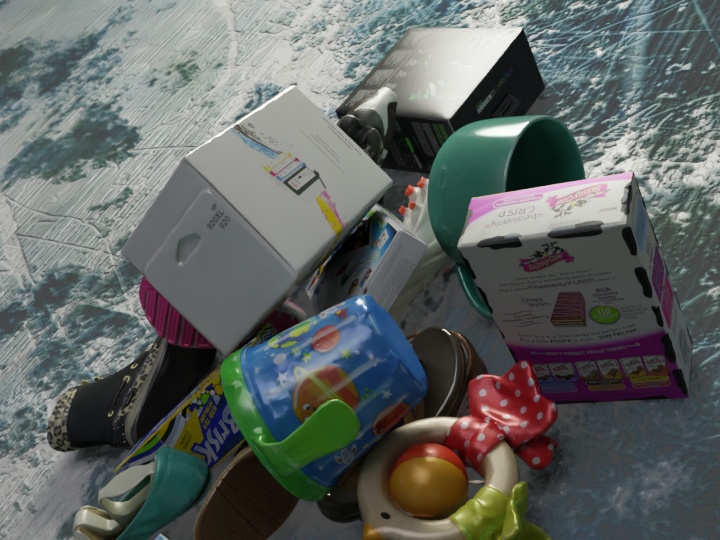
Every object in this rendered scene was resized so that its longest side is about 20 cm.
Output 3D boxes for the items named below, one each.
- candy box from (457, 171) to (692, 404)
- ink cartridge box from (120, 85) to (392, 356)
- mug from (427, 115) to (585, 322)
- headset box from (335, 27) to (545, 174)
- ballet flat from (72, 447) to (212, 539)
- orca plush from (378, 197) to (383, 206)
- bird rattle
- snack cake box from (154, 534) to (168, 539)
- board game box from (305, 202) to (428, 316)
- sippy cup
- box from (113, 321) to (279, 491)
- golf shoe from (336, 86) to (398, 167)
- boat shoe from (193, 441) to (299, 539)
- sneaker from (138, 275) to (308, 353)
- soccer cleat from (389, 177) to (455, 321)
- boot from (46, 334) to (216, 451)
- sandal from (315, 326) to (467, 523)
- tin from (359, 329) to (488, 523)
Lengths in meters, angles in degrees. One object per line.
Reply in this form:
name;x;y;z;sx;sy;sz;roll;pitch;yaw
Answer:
candy box;0.178;0.022;0.806;0.135;0.201;0.061;-7;43;29
ink cartridge box;-0.096;-0.050;0.957;0.147;0.145;0.200;-47;0;40
mug;0.129;-0.061;0.979;0.114;0.152;0.186;4;49;42
headset box;0.103;-0.209;1.216;0.199;0.093;0.175;12;54;43
ballet flat;-0.220;0.228;0.915;0.200;0.070;0.068;-45;24;19
orca plush;-0.057;-0.037;1.156;0.198;0.105;0.072;-12;72;21
bird rattle;0.077;0.157;0.776;0.161;0.113;0.201;-3;46;8
snack cake box;-0.159;0.278;0.763;0.067;0.200;0.115;37;69;9
board game box;0.000;0.000;1.008;0.127;0.034;0.200;-58;16;7
sippy cup;-0.021;0.092;0.798;0.130;0.140;0.178;-34;45;8
box;-0.141;0.142;0.946;0.200;0.064;0.070;-42;6;20
golf shoe;0.000;-0.138;1.164;0.095;0.077;0.200;-57;4;-26
boat shoe;-0.084;0.185;0.931;0.200;0.071;0.064;-50;6;-26
sneaker;-0.142;0.048;1.072;0.198;0.082;0.088;23;11;8
soccer cleat;0.059;-0.003;1.040;0.201;0.077;0.069;-66;17;-17
boot;-0.254;0.118;1.118;0.153;0.074;0.205;-11;40;31
sandal;0.023;0.123;0.864;0.081;0.055;0.200;19;60;46
tin;0.046;0.137;0.909;0.111;0.042;0.201;2;48;32
